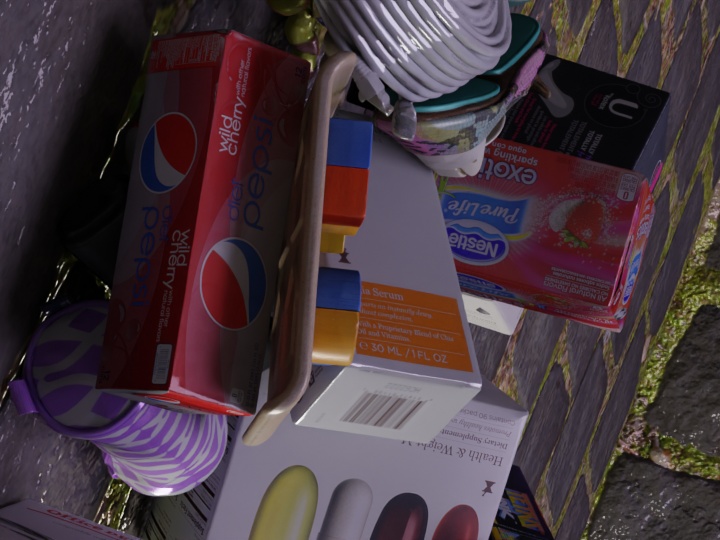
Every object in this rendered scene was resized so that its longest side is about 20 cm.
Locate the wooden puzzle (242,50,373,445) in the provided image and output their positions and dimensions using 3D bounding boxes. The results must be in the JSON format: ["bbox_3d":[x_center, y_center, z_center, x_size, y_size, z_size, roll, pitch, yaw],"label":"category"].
[{"bbox_3d":[-0.024,-0.005,1.385,0.185,0.046,0.201,127,-27,-78],"label":"wooden puzzle"}]

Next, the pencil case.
[{"bbox_3d":[-0.137,0.080,1.444,0.085,0.084,0.200,-31,159,2],"label":"pencil case"}]

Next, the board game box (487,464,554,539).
[{"bbox_3d":[0.067,0.249,1.671,0.166,0.056,0.201,-111,-139,-62],"label":"board game box"}]

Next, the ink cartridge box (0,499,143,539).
[{"bbox_3d":[-0.170,0.183,1.380,0.200,0.115,0.067,-13,120,-73],"label":"ink cartridge box"}]

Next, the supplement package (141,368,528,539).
[{"bbox_3d":[-0.024,0.147,1.626,0.147,0.190,0.201,-141,-113,-69],"label":"supplement package"}]

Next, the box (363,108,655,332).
[{"bbox_3d":[0.090,-0.034,1.665,0.100,0.199,0.096,48,57,-75],"label":"box"}]

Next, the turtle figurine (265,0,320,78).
[{"bbox_3d":[-0.028,-0.198,1.514,0.161,0.064,0.201,-60,151,-59],"label":"turtle figurine"}]

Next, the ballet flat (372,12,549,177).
[{"bbox_3d":[0.067,-0.102,1.571,0.200,0.069,0.072,-43,140,-55],"label":"ballet flat"}]

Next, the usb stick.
[{"bbox_3d":[-0.106,0.009,1.424,0.055,0.033,0.200,-42,141,0],"label":"usb stick"}]

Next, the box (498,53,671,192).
[{"bbox_3d":[0.128,-0.095,1.938,0.106,0.199,0.123,90,25,-50],"label":"box"}]

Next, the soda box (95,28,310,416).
[{"bbox_3d":[-0.084,-0.025,1.340,0.070,0.063,0.201,18,77,-44],"label":"soda box"}]

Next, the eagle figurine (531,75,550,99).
[{"bbox_3d":[0.139,-0.258,1.899,0.200,0.152,0.151,-51,-166,0],"label":"eagle figurine"}]

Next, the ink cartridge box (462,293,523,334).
[{"bbox_3d":[0.047,-0.033,1.829,0.200,0.146,0.083,53,57,-71],"label":"ink cartridge box"}]

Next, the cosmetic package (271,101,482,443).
[{"bbox_3d":[0.000,0.000,1.533,0.071,0.101,0.201,-49,-138,42],"label":"cosmetic package"}]

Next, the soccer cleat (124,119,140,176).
[{"bbox_3d":[-0.104,-0.026,1.459,0.086,0.068,0.200,-63,165,-15],"label":"soccer cleat"}]

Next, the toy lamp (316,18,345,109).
[{"bbox_3d":[-0.026,-0.090,1.677,0.058,0.058,0.201,-39,146,-63],"label":"toy lamp"}]

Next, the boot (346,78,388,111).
[{"bbox_3d":[0.055,-0.210,1.609,0.165,0.065,0.201,-27,130,-58],"label":"boot"}]

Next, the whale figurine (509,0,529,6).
[{"bbox_3d":[0.090,-0.283,1.783,0.158,0.104,0.201,18,62,-34],"label":"whale figurine"}]

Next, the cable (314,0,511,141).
[{"bbox_3d":[0.017,-0.197,1.428,0.201,0.069,0.200,60,22,-18],"label":"cable"}]
